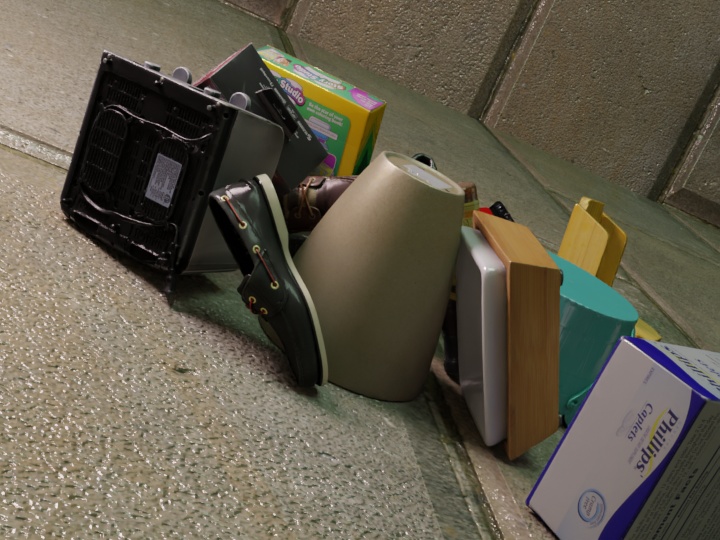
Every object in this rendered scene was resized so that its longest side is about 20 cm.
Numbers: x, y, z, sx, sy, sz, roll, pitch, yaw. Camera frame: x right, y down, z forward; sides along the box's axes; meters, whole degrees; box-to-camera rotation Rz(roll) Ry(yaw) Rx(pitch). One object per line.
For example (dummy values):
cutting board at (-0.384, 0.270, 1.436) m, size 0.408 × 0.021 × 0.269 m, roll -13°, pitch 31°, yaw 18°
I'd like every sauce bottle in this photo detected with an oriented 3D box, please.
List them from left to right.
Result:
sauce bottle at (0.104, 0.009, 1.214) m, size 0.065 × 0.204 × 0.066 m, roll -7°, pitch 11°, yaw 1°

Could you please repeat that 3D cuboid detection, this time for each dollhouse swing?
dollhouse swing at (0.406, 0.004, 1.755) m, size 0.173 × 0.185 × 0.199 m, roll 22°, pitch 8°, yaw 21°

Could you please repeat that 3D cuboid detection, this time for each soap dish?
soap dish at (0.146, 0.058, 1.115) m, size 0.080 × 0.204 × 0.158 m, roll -4°, pitch 20°, yaw -5°

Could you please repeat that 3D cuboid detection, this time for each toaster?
toaster at (-0.190, -0.095, 1.118) m, size 0.179 × 0.203 × 0.118 m, roll 25°, pitch 11°, yaw 28°

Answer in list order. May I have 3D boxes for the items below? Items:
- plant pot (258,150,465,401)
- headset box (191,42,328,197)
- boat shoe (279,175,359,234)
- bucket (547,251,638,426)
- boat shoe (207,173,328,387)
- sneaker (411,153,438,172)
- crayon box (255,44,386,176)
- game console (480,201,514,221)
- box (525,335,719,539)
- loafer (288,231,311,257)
plant pot at (0.022, -0.007, 1.123) m, size 0.185 × 0.203 × 0.188 m, roll 24°, pitch 15°, yaw -7°
headset box at (-0.138, -0.146, 1.238) m, size 0.150 × 0.199 × 0.075 m, roll 53°, pitch 55°, yaw -14°
boat shoe at (-0.064, -0.075, 1.309) m, size 0.197 × 0.074 × 0.071 m, roll -2°, pitch -10°, yaw 39°
bucket at (0.215, 0.069, 1.305) m, size 0.204 × 0.136 × 0.208 m, roll 24°, pitch 17°, yaw -8°
boat shoe at (-0.083, 0.015, 1.028) m, size 0.062 × 0.205 × 0.074 m, roll -19°, pitch -7°, yaw -20°
sneaker at (0.058, -0.082, 1.308) m, size 0.074 × 0.117 × 0.200 m, roll 17°, pitch 14°, yaw -8°
crayon box at (-0.079, -0.185, 1.536) m, size 0.198 × 0.175 × 0.058 m, roll 28°, pitch 30°, yaw 18°
game console at (0.213, -0.030, 1.824) m, size 0.173 × 0.118 × 0.200 m, roll 54°, pitch 9°, yaw -18°
box at (0.277, 0.168, 1.004) m, size 0.198 × 0.186 × 0.105 m, roll 11°, pitch 22°, yaw -42°
loafer at (0.000, 0.000, 1.294) m, size 0.197 × 0.074 × 0.071 m, roll 25°, pitch 17°, yaw -5°
